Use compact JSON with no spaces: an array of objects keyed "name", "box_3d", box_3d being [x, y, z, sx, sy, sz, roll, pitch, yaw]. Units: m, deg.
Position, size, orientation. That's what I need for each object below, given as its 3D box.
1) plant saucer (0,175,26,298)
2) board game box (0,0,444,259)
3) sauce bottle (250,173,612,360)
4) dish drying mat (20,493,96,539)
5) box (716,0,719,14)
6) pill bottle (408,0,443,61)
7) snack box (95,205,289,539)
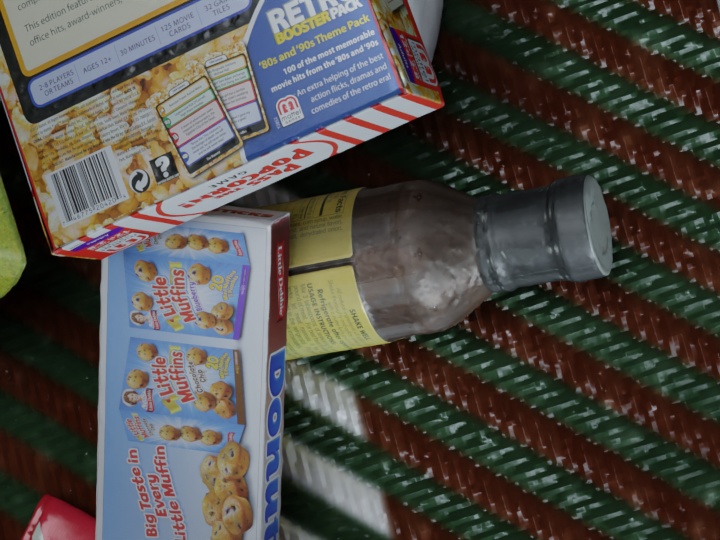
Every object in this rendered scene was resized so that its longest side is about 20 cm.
[{"name":"plant saucer","box_3d":[-0.224,-0.051,1.079,0.200,0.048,0.201,-37,68,51]},{"name":"board game box","box_3d":[-0.074,-0.125,0.969,0.151,0.046,0.201,-22,81,18]},{"name":"sauce bottle","box_3d":[0.000,0.000,1.042,0.199,0.065,0.065,-8,80,18]},{"name":"dish drying mat","box_3d":[-0.064,0.169,1.067,0.199,0.018,0.077,28,92,21]},{"name":"box","box_3d":[0.221,-0.166,0.967,0.199,0.097,0.125,-17,78,16]},{"name":"pill bottle","box_3d":[-0.074,-0.121,1.057,0.199,0.116,0.117,2,83,20]},{"name":"snack box","box_3d":[-0.067,0.074,1.029,0.071,0.024,0.201,6,102,19]}]
